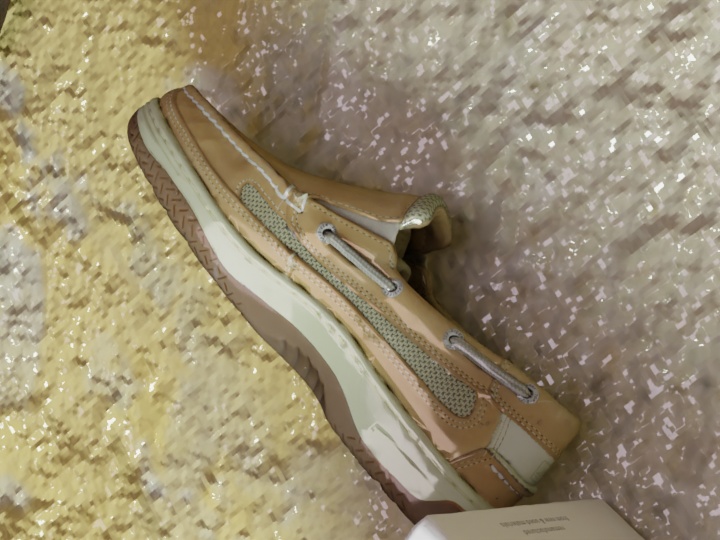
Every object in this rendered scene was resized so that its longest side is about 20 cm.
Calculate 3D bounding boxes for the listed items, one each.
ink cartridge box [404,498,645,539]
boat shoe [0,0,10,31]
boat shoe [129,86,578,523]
[{"bbox_3d":[0.081,0.185,0.634,0.200,0.125,0.129,44,110,26],"label":"ink cartridge box"},{"bbox_3d":[-0.164,-0.170,0.848,0.076,0.071,0.201,42,108,43],"label":"boat shoe"},{"bbox_3d":[0.000,0.000,0.731,0.076,0.072,0.200,-43,73,8],"label":"boat shoe"}]
